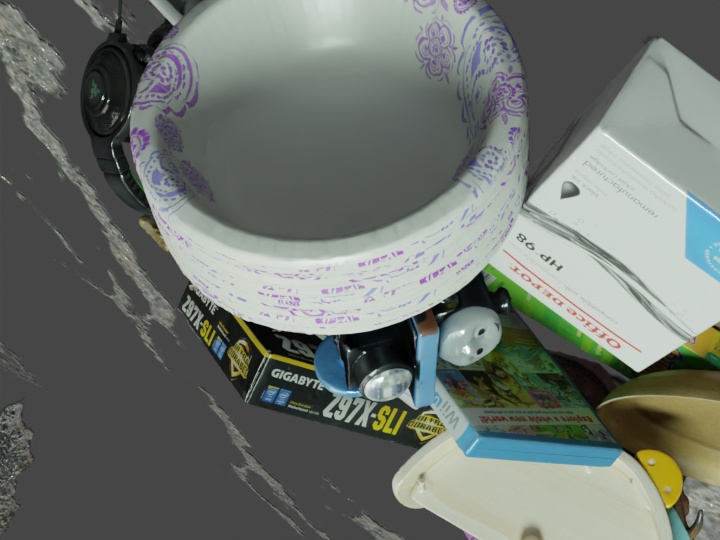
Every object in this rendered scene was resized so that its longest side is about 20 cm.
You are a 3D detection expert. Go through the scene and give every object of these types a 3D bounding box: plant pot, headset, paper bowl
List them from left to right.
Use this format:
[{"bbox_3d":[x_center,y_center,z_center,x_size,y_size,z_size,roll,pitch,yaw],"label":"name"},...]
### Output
[{"bbox_3d":[-0.121,-0.128,0.935,0.093,0.123,0.202,9,124,48],"label":"headset"},{"bbox_3d":[-0.012,-0.058,0.745,0.199,0.201,0.105,28,153,23],"label":"paper bowl"},{"bbox_3d":[0.246,0.104,0.905,0.197,0.028,0.200,17,162,5],"label":"plant pot"}]

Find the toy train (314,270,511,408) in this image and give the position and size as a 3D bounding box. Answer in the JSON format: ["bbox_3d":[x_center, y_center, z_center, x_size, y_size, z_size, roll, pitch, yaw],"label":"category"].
[{"bbox_3d":[0.013,-0.015,0.834,0.087,0.113,0.201,87,166,-50],"label":"toy train"}]

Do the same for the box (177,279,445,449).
[{"bbox_3d":[-0.032,0.072,1.173,0.198,0.050,0.160,19,-163,-33],"label":"box"}]

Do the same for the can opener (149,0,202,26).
[{"bbox_3d":[-0.062,-0.140,0.884,0.066,0.054,0.200,-11,141,35],"label":"can opener"}]

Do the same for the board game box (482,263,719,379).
[{"bbox_3d":[0.144,0.022,0.906,0.199,0.030,0.096,34,161,-2],"label":"board game box"}]

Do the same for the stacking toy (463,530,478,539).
[{"bbox_3d":[0.122,0.203,1.165,0.116,0.201,0.109,44,160,-24],"label":"stacking toy"}]

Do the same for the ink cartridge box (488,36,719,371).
[{"bbox_3d":[0.140,-0.020,0.753,0.115,0.067,0.200,35,154,-1],"label":"ink cartridge box"}]

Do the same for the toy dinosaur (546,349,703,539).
[{"bbox_3d":[0.171,0.109,1.041,0.200,0.086,0.135,48,159,-20],"label":"toy dinosaur"}]

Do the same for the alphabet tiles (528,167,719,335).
[{"bbox_3d":[0.163,0.004,0.884,0.166,0.008,0.200,15,156,41],"label":"alphabet tiles"}]

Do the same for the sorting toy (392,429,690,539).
[{"bbox_3d":[0.146,0.172,0.986,0.198,0.108,0.180,27,167,25],"label":"sorting toy"}]

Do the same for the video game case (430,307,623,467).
[{"bbox_3d":[0.064,0.042,0.904,0.142,0.018,0.201,12,-147,-45],"label":"video game case"}]

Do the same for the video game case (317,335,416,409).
[{"bbox_3d":[0.000,0.000,1.062,0.199,0.018,0.144,37,128,-3],"label":"video game case"}]

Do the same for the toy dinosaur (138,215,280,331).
[{"bbox_3d":[-0.053,-0.008,1.008,0.197,0.059,0.102,-4,148,2],"label":"toy dinosaur"}]
